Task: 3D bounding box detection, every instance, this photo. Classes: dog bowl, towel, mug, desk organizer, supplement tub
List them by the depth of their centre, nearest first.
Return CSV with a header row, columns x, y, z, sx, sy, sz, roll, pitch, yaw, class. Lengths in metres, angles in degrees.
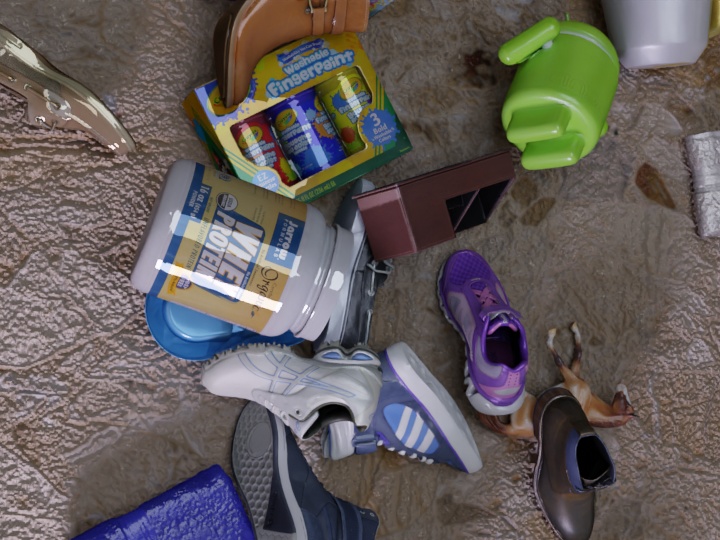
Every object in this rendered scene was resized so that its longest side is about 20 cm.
x,y,z,sx,sy,sz,roll,pitch,yaw,class
-0.121,-0.018,1.507,0.200,0.145,0.145,20,79,-11,supplement tub
-0.207,0.310,1.555,0.200,0.050,0.148,-27,100,-19,towel
-0.139,0.037,1.600,0.200,0.050,0.112,-9,87,-19,dog bowl
0.092,-0.074,1.634,0.200,0.072,0.077,-20,95,-44,desk organizer
0.371,-0.321,1.754,0.187,0.149,0.153,-4,94,-11,mug
0.501,-0.111,1.827,0.200,0.034,0.133,-6,86,-18,towel

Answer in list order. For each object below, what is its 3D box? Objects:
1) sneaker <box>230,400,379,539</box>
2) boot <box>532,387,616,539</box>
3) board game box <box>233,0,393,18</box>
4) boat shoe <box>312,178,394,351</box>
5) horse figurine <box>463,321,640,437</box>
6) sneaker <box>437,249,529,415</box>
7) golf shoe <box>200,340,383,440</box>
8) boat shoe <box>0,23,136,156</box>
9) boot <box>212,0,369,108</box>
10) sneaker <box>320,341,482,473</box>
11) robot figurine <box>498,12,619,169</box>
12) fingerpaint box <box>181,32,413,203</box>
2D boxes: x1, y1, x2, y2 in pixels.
x,y,z,sx,sy,sz,roll,pitch,yaw,class
-0.059,0.237,1.595,0.146,0.077,0.202,19,45,-43,sneaker
0.241,0.239,1.650,0.075,0.097,0.200,-16,111,-10,boot
-0.068,-0.351,1.634,0.200,0.103,0.105,6,84,-16,board game box
0.001,0.000,1.636,0.068,0.074,0.199,12,83,-19,boat shoe
0.211,0.141,1.701,0.200,0.050,0.133,-17,85,-19,horse figurine
0.145,0.057,1.645,0.080,0.088,0.200,-8,62,-13,sneaker
-0.077,0.129,1.541,0.200,0.078,0.097,-4,63,15,golf shoe
-0.328,-0.178,1.556,0.200,0.071,0.065,38,81,-2,boat shoe
-0.071,-0.263,1.556,0.155,0.077,0.200,6,94,-21,boot
0.031,0.179,1.638,0.146,0.081,0.200,-31,122,10,sneaker
0.232,-0.205,1.691,0.175,0.116,0.200,54,44,-35,robot figurine
-0.069,-0.161,1.629,0.200,0.073,0.167,-27,93,-18,fingerpaint box
